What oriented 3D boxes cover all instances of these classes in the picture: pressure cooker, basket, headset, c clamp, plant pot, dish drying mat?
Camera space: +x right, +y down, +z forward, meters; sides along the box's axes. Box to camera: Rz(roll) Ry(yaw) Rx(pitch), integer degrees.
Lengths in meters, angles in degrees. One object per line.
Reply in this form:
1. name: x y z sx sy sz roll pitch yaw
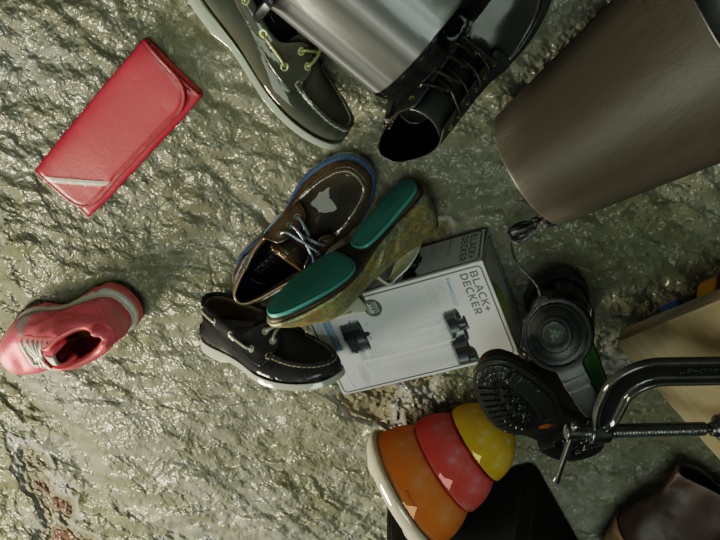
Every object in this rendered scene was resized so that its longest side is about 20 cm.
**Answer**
1. pressure cooker: 0.003 -0.258 0.788 0.199 0.177 0.179 36 118 -15
2. basket: 0.221 -0.135 0.844 0.199 0.136 0.182 -33 97 32
3. headset: 0.199 0.039 0.962 0.093 0.124 0.202 -25 106 19
4. c clamp: 0.283 0.132 0.944 0.195 0.027 0.173 -4 135 -5
5. plant pot: 0.142 0.373 1.144 0.197 0.178 0.201 -21 114 24
6. dish drying mat: -0.243 -0.136 1.011 0.077 0.018 0.199 43 120 -13

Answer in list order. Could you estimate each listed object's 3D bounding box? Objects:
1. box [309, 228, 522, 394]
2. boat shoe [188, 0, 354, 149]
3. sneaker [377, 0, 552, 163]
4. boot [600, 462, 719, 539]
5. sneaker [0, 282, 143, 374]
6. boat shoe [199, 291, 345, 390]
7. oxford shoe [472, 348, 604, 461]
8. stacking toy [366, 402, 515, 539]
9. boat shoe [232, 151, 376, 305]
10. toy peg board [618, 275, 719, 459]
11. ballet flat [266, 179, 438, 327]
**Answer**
1. box: 0.053 0.044 1.030 0.196 0.060 0.118 -15 117 20
2. boat shoe: -0.070 -0.197 0.903 0.060 0.072 0.202 -32 106 33
3. sneaker: 0.091 -0.172 0.861 0.074 0.107 0.200 35 122 -11
4. boot: 0.376 0.314 1.116 0.198 0.073 0.167 33 124 -4
5. sneaker: -0.336 0.076 1.121 0.197 0.087 0.074 -22 114 24
6. boat shoe: -0.096 0.068 1.040 0.198 0.073 0.062 17 119 45
7. oxford shoe: 0.167 0.117 0.999 0.072 0.086 0.199 -24 140 26
8. stacking toy: 0.118 0.193 1.086 0.198 0.147 0.147 -33 111 10
9. boat shoe: -0.057 -0.031 1.001 0.072 0.073 0.200 37 121 -11
10. toy peg board: 0.389 0.071 0.968 0.200 0.098 0.198 45 135 -15
11. ballet flat: 0.000 0.000 0.964 0.200 0.070 0.071 -43 111 -13
